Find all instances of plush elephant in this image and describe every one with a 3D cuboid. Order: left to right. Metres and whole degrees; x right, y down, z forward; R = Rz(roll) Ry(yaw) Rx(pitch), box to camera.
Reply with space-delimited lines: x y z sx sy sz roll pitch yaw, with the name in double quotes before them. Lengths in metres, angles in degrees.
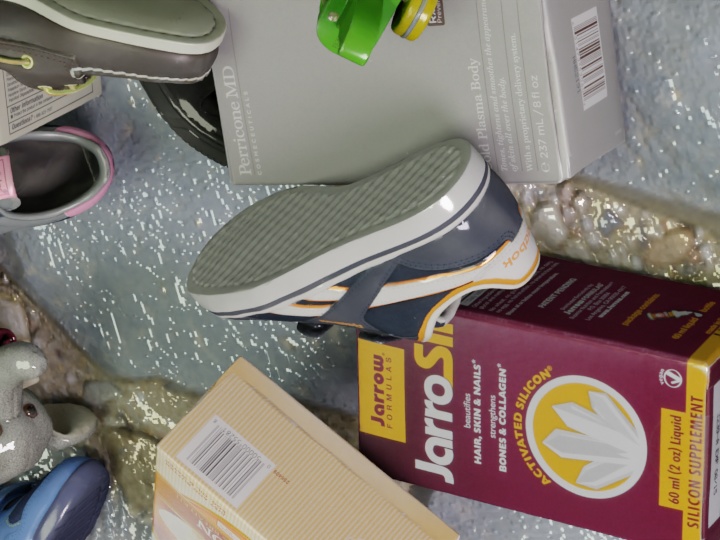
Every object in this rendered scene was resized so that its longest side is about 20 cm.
"plush elephant" -0.242 0.062 1.375 0.154 0.165 0.201 32 132 14

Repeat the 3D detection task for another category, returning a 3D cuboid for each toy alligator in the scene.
"toy alligator" 0.010 -0.164 1.113 0.059 0.201 0.054 24 143 -14

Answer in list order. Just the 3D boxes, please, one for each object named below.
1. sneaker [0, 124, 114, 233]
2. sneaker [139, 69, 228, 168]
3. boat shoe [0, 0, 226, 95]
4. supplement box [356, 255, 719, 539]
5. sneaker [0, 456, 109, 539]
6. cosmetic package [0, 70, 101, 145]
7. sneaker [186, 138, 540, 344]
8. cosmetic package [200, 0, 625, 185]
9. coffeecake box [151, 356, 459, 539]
"sneaker" -0.230 -0.048 1.287 0.082 0.199 0.071 -7 97 63
"sneaker" -0.092 -0.155 1.243 0.200 0.060 0.104 51 131 9
"boat shoe" -0.162 -0.125 1.190 0.200 0.072 0.061 16 121 15
"supplement box" 0.102 0.061 1.200 0.199 0.086 0.111 12 117 28
"sneaker" -0.230 0.170 1.468 0.082 0.074 0.200 49 126 7
"cosmetic package" -0.206 -0.180 1.278 0.071 0.105 0.202 10 114 29
"sneaker" 0.000 0.000 1.156 0.199 0.079 0.079 -14 129 44
"cosmetic package" 0.026 -0.102 1.176 0.199 0.090 0.108 -2 107 29
"coffeecake box" -0.037 0.157 1.285 0.153 0.073 0.200 38 156 12
